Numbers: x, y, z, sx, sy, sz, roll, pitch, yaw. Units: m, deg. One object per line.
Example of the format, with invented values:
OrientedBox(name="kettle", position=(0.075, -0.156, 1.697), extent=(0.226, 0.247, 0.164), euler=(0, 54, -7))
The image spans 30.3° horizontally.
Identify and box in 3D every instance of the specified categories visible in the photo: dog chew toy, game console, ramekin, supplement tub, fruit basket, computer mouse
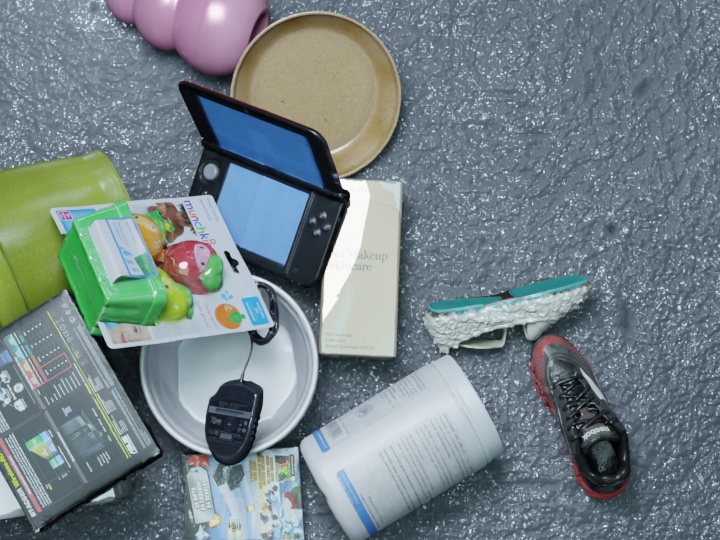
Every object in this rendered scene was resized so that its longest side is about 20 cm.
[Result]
OrientedBox(name="dog chew toy", position=(-0.208, -0.306, 1.545), extent=(0.198, 0.125, 0.126), euler=(21, 83, 9))
OrientedBox(name="game console", position=(-0.125, -0.093, 1.473), extent=(0.198, 0.118, 0.174), euler=(23, 97, 25))
OrientedBox(name="ramekin", position=(-0.145, 0.109, 1.500), extent=(0.197, 0.105, 0.203), euler=(0, 82, -1))
OrientedBox(name="supplement tub", position=(0.045, 0.198, 1.482), extent=(0.199, 0.132, 0.133), euler=(-29, 85, -5))
OrientedBox(name="fruit basket", position=(-0.205, -0.007, 1.396), extent=(0.198, 0.094, 0.186), euler=(-10, 58, -32))
OrientedBox(name="computer mouse", position=(-0.123, 0.111, 1.436), extent=(0.058, 0.034, 0.202), euler=(9, 77, 20))

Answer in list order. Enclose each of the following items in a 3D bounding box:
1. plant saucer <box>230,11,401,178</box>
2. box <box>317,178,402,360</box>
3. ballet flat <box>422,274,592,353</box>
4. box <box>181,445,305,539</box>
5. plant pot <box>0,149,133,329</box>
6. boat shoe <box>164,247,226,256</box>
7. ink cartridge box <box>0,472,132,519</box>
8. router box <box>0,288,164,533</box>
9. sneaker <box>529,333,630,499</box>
OrientedBox(name="plant saucer", position=(-0.052, -0.203, 1.543), extent=(0.197, 0.036, 0.203), euler=(-2, 112, -6))
OrientedBox(name="box", position=(0.000, 0.000, 1.530), extent=(0.094, 0.078, 0.203), euler=(1, 83, -1))
OrientedBox(name="ballet flat", position=(0.172, 0.053, 1.542), extent=(0.197, 0.072, 0.073), euler=(-11, 83, 2))
OrientedBox(name="box", position=(-0.130, 0.305, 1.509), extent=(0.135, 0.040, 0.203), euler=(-3, 83, -3))
OrientedBox(name="plant pot", position=(-0.349, -0.039, 1.480), extent=(0.191, 0.200, 0.202), euler=(-26, 84, -16))
OrientedBox(name="boat shoe", position=(-0.242, 0.022, 1.521), extent=(0.201, 0.072, 0.060), euler=(-40, 103, 7))
OrientedBox(name="ink cartridge box", position=(-0.362, 0.193, 1.463), extent=(0.197, 0.145, 0.149), euler=(-8, 83, -2))
OrientedBox(name="router box", position=(-0.314, 0.144, 1.366), extent=(0.149, 0.062, 0.201), euler=(-30, 85, -8))
OrientedBox(name="sneaker", position=(0.254, 0.163, 1.509), extent=(0.070, 0.098, 0.202), euler=(-23, 83, -2))
